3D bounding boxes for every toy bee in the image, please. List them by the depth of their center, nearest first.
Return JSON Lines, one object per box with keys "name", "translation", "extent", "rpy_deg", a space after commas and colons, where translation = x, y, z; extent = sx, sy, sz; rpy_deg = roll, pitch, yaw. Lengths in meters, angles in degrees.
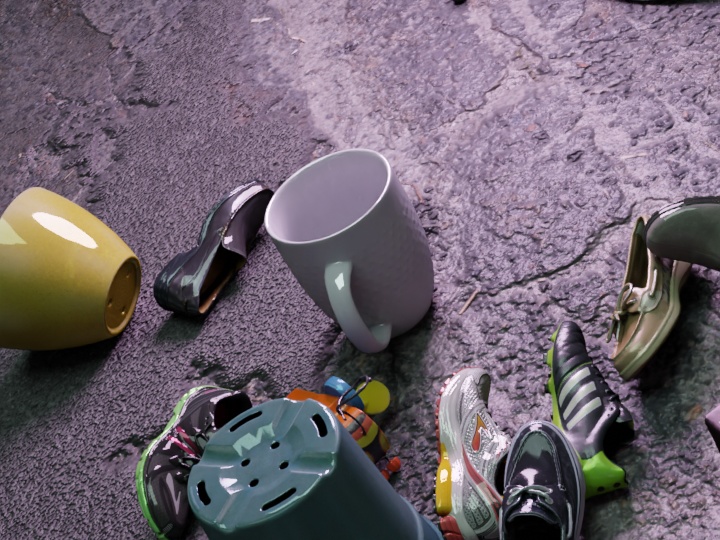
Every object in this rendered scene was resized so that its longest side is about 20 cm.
{"name": "toy bee", "translation": [-0.018, 0.168, 1.643], "extent": [0.131, 0.109, 0.200], "rpy_deg": [-40, 10, 0]}

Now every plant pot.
{"name": "plant pot", "translation": [-0.046, 0.230, 1.485], "extent": [0.200, 0.196, 0.200], "rpy_deg": [-20, 35, 15]}
{"name": "plant pot", "translation": [-0.348, 0.014, 2.003], "extent": [0.142, 0.200, 0.200], "rpy_deg": [15, 50, 13]}

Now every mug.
{"name": "mug", "translation": [0.000, 0.000, 1.755], "extent": [0.148, 0.175, 0.200], "rpy_deg": [-18, 37, 17]}

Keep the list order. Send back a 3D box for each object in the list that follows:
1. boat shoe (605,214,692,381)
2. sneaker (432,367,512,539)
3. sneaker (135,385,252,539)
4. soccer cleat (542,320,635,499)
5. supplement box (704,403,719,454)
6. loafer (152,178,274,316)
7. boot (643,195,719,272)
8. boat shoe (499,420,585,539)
{"name": "boat shoe", "translation": [0.270, 0.026, 1.607], "extent": [0.073, 0.063, 0.200], "rpy_deg": [-51, 8, 43]}
{"name": "sneaker", "translation": [0.116, 0.174, 1.556], "extent": [0.082, 0.078, 0.200], "rpy_deg": [-10, 46, 13]}
{"name": "sneaker", "translation": [-0.170, 0.192, 1.725], "extent": [0.084, 0.077, 0.200], "rpy_deg": [-11, 40, 31]}
{"name": "soccer cleat", "translation": [0.213, 0.128, 1.549], "extent": [0.081, 0.068, 0.200], "rpy_deg": [-8, 46, 13]}
{"name": "supplement box", "translation": [0.378, 0.174, 1.325], "extent": [0.086, 0.110, 0.200], "rpy_deg": [-35, 35, -9]}
{"name": "loafer", "translation": [-0.160, -0.023, 1.998], "extent": [0.072, 0.073, 0.200], "rpy_deg": [22, 69, 38]}
{"name": "boot", "translation": [0.364, -0.001, 1.543], "extent": [0.200, 0.068, 0.131], "rpy_deg": [6, 41, 5]}
{"name": "boat shoe", "translation": [0.150, 0.213, 1.429], "extent": [0.072, 0.068, 0.200], "rpy_deg": [-4, 59, 18]}
